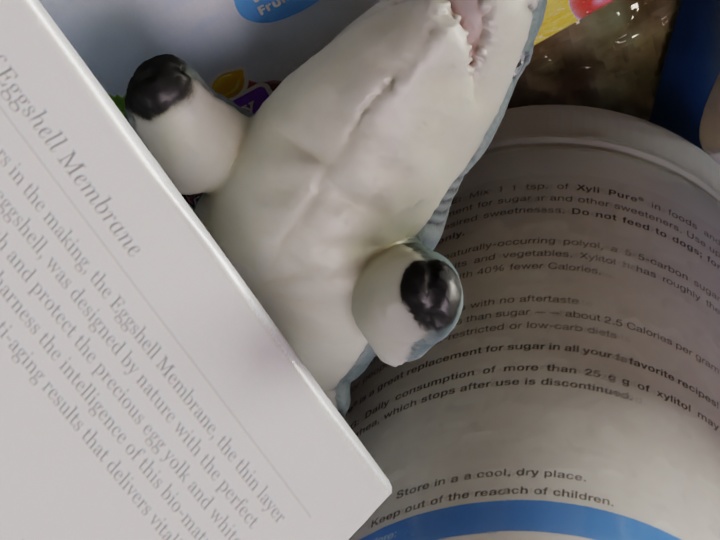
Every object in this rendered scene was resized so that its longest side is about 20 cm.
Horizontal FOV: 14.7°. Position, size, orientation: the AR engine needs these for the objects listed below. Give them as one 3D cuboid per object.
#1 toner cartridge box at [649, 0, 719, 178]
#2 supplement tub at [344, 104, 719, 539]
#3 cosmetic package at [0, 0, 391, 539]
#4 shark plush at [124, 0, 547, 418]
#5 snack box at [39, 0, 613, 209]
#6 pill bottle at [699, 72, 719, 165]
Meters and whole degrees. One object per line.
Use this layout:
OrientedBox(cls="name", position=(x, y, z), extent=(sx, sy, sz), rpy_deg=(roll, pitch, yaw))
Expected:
OrientedBox(cls="toner cartridge box", position=(0.135, -0.040, 0.826), extent=(0.095, 0.043, 0.200), rpy_deg=(-8, 132, -21))
OrientedBox(cls="supplement tub", position=(0.049, 0.063, 0.740), extent=(0.132, 0.200, 0.132), rpy_deg=(4, 129, 5))
OrientedBox(cls="cosmetic package", position=(-0.135, 0.039, 0.610), extent=(0.200, 0.123, 0.200), rpy_deg=(-46, 122, -18))
OrientedBox(cls="shark plush", position=(0.000, 0.000, 0.698), extent=(0.083, 0.091, 0.200), rpy_deg=(-49, 160, -32))
OrientedBox(cls="snack box", position=(-0.012, -0.113, 0.669), extent=(0.200, 0.068, 0.169), rpy_deg=(-29, 138, -1))
OrientedBox(cls="pill bottle", position=(0.192, -0.007, 0.731), extent=(0.200, 0.113, 0.113), rpy_deg=(37, 110, -12))
